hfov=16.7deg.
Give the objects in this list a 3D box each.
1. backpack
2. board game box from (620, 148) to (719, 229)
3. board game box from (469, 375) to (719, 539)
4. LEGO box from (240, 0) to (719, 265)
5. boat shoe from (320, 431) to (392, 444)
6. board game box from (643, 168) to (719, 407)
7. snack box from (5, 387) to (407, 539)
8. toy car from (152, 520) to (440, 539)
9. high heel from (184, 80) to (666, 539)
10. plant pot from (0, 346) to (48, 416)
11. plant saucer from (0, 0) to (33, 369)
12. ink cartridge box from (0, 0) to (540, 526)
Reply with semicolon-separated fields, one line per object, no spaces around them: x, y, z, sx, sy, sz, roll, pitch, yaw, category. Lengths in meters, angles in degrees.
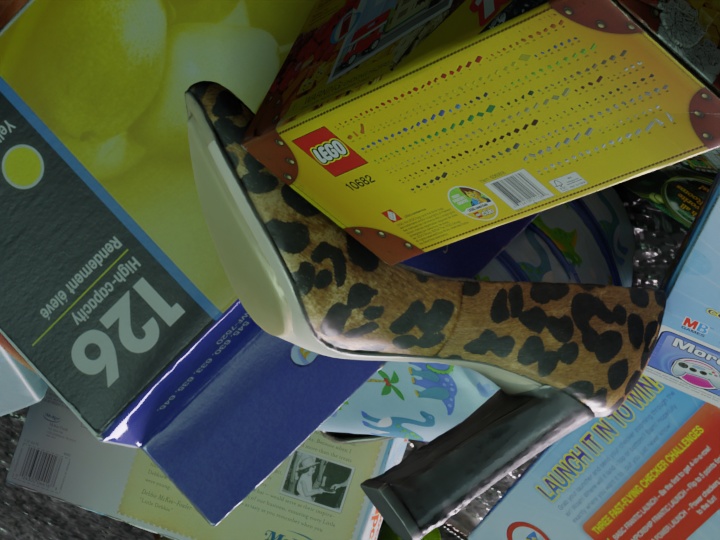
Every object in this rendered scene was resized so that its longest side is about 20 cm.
0.020;0.001;1.067;0.200;0.154;0.163;2;119;15;backpack
0.158;-0.042;0.991;0.200;0.023;0.105;33;149;-11;board game box
0.175;0.130;1.130;0.196;0.056;0.200;42;141;4;board game box
0.067;-0.100;0.833;0.077;0.149;0.200;38;149;-22;LEGO box
0.050;0.046;1.179;0.072;0.060;0.202;29;155;-32;boat shoe
0.223;0.014;0.950;0.200;0.056;0.196;24;151;4;board game box
-0.078;0.088;1.304;0.200;0.116;0.037;17;176;17;snack box
-0.079;0.184;1.380;0.158;0.200;0.164;-10;136;48;toy car
0.026;-0.013;0.933;0.200;0.142;0.071;60;165;-18;high heel
-0.256;0.005;1.294;0.200;0.141;0.141;4;146;22;plant pot
-0.134;-0.051;1.084;0.200;0.032;0.201;20;117;46;plant saucer
-0.063;-0.033;0.969;0.200;0.198;0.047;46;-170;6;ink cartridge box
